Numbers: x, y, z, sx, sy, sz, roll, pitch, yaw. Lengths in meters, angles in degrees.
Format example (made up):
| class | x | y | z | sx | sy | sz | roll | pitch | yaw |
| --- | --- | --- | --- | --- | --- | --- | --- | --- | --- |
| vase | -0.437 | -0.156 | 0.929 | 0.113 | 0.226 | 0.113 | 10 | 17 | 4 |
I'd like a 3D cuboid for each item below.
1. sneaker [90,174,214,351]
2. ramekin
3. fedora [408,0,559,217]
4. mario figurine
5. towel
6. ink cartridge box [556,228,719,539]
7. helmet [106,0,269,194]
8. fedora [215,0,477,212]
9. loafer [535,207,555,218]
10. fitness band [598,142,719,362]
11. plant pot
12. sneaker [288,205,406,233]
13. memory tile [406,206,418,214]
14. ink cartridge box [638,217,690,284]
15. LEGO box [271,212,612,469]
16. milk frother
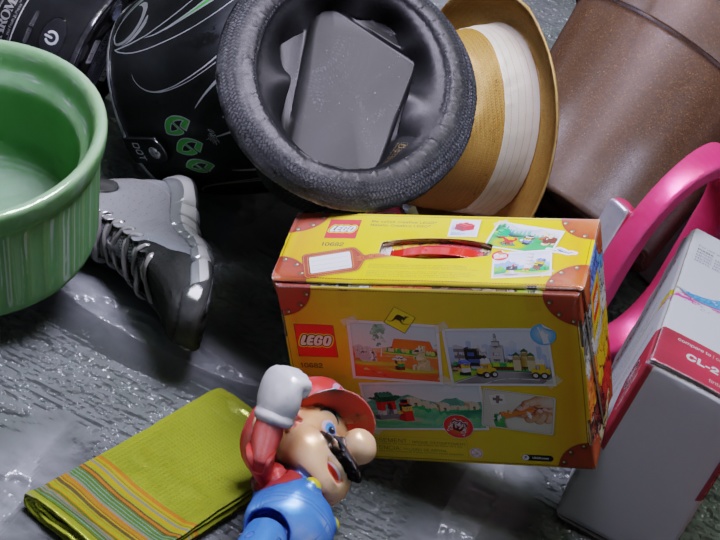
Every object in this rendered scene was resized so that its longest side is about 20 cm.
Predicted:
| class | x | y | z | sx | sy | sz | roll | pitch | yaw |
| --- | --- | --- | --- | --- | --- | --- | --- | --- | --- |
| sneaker | -0.167 | -0.009 | 1.515 | 0.115 | 0.075 | 0.200 | 7 | 24 | -14 |
| ramekin | -0.265 | -0.057 | 1.450 | 0.199 | 0.098 | 0.200 | 1 | 41 | -1 |
| fedora | 0.062 | -0.107 | 1.571 | 0.082 | 0.201 | 0.201 | -2 | 39 | -33 |
| mario figurine | -0.027 | 0.137 | 1.315 | 0.106 | 0.124 | 0.200 | 15 | 41 | -3 |
| towel | -0.117 | 0.129 | 1.378 | 0.086 | 0.018 | 0.200 | 35 | 34 | 19 |
| ink cartridge box | 0.220 | 0.084 | 1.523 | 0.083 | 0.146 | 0.200 | 27 | 32 | 3 |
| helmet | -0.072 | -0.153 | 1.627 | 0.190 | 0.201 | 0.200 | -16 | 22 | 23 |
| fedora | -0.019 | -0.111 | 1.483 | 0.200 | 0.092 | 0.201 | 11 | 58 | -17 |
| loafer | 0.113 | 0.030 | 1.625 | 0.072 | 0.063 | 0.200 | 0 | 34 | 19 |
| fitness band | 0.213 | -0.008 | 1.607 | 0.143 | 0.200 | 0.037 | -10 | 47 | -46 |
| plant pot | 0.213 | -0.119 | 1.688 | 0.200 | 0.199 | 0.200 | 35 | -4 | 3 |
| sneaker | 0.000 | 0.000 | 1.570 | 0.079 | 0.095 | 0.200 | 51 | 7 | -32 |
| memory tile | 0.055 | 0.003 | 1.610 | 0.153 | 0.017 | 0.200 | -7 | 33 | 8 |
| ink cartridge box | 0.321 | -0.005 | 1.777 | 0.144 | 0.085 | 0.200 | -9 | 41 | -39 |
| LEGO box | 0.056 | 0.045 | 1.413 | 0.199 | 0.149 | 0.077 | 2 | 37 | 14 |
| milk frother | -0.259 | -0.220 | 1.734 | 0.188 | 0.181 | 0.200 | 28 | -11 | 9 |
